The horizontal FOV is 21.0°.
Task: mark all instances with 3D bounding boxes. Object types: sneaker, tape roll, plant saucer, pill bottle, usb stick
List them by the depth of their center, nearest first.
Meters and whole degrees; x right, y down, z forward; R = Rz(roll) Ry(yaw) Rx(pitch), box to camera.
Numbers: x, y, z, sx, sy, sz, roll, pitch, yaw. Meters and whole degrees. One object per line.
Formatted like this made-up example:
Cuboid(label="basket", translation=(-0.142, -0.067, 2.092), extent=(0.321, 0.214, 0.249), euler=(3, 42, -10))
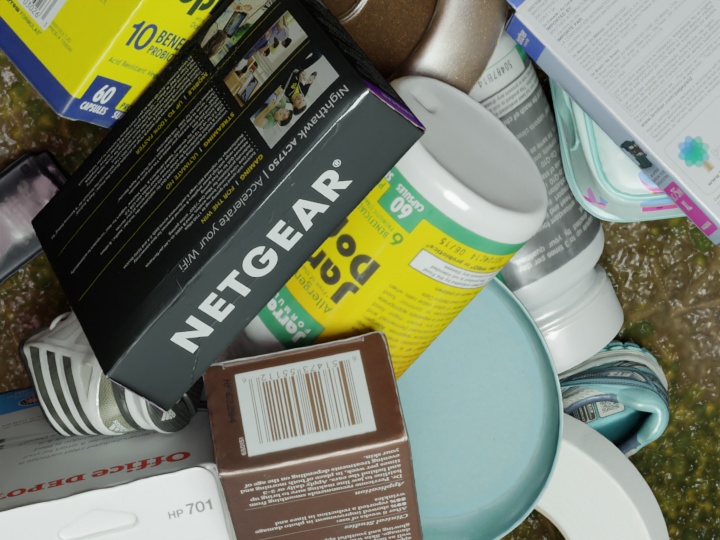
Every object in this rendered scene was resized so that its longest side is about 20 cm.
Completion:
Cuboid(label="pill bottle", translation=(0.000, 0.000, 1.059), extent=(0.113, 0.113, 0.200), euler=(34, 119, -15))
Cuboid(label="plant saucer", translation=(-0.011, -0.162, 1.097), extent=(0.200, 0.032, 0.201), euler=(-3, 84, 28))
Cuboid(label="sneaker", translation=(-0.142, 0.010, 1.138), extent=(0.115, 0.201, 0.076), euler=(-9, 138, 25))
Cuboid(label="plant saucer", translation=(0.028, 0.072, 1.146), extent=(0.200, 0.027, 0.201), euler=(7, 108, 23))
Cuboid(label="pill bottle", translation=(0.078, -0.040, 1.163), extent=(0.113, 0.113, 0.200), euler=(-26, 107, 0))
Cuboid(label="usb stick", translation=(-0.255, 0.003, 1.174), extent=(0.200, 0.033, 0.055), euler=(-37, 100, 4))
Cuboid(label="tape roll", translation=(0.089, 0.176, 1.192), extent=(0.202, 0.037, 0.203), euler=(7, 111, 19))
Cuboid(label="sneaker", translation=(0.102, 0.110, 1.221), extent=(0.200, 0.086, 0.078), euler=(-28, 108, 5))

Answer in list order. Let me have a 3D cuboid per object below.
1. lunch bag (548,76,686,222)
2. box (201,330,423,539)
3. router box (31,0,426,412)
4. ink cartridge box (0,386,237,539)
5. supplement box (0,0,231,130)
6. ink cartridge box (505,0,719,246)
Cuboid(label="lunch bag", translation=(0.179, -0.132, 1.112), extent=(0.160, 0.077, 0.201), euler=(-8, 80, -3))
Cuboid(label="box", translation=(-0.019, 0.122, 1.053), extent=(0.100, 0.075, 0.200), euler=(-11, 142, -2))
Cuboid(label="router box", translation=(-0.075, -0.047, 1.013), extent=(0.200, 0.149, 0.051), euler=(-47, 131, 11))
Cuboid(label="ink cartridge box", translation=(-0.147, 0.127, 1.134), extent=(0.146, 0.200, 0.086), euler=(-12, 108, -2))
Cuboid(label="supplement box", translation=(-0.105, -0.183, 1.068), extent=(0.110, 0.109, 0.200), euler=(46, 107, 27))
Cuboid(label="ink cartridge box", translation=(0.167, -0.125, 1.050), extent=(0.119, 0.042, 0.200), euler=(-44, 88, -10))
